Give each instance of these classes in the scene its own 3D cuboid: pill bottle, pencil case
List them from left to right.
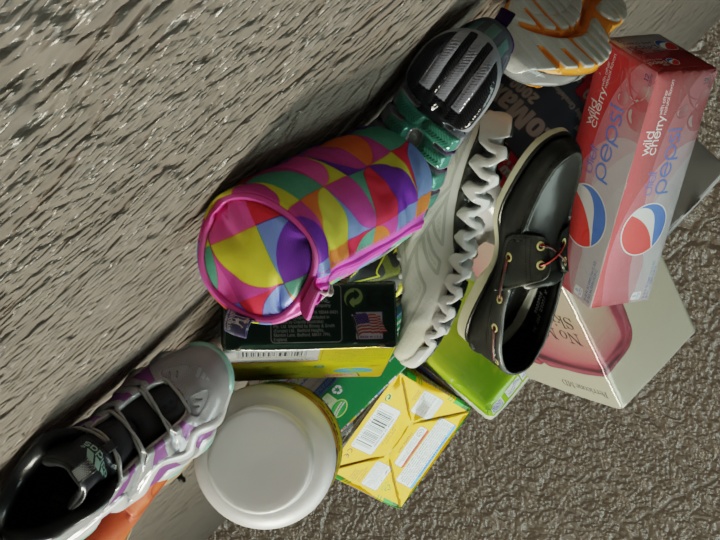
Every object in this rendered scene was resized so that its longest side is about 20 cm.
[{"bbox_3d":[-0.070,0.142,1.402,0.109,0.109,0.200,-44,177,0],"label":"pill bottle"},{"bbox_3d":[-0.023,-0.028,1.075,0.088,0.088,0.200,-47,176,29],"label":"pencil case"},{"bbox_3d":[0.112,-0.090,1.427,0.200,0.120,0.120,-44,175,-7],"label":"pill bottle"}]

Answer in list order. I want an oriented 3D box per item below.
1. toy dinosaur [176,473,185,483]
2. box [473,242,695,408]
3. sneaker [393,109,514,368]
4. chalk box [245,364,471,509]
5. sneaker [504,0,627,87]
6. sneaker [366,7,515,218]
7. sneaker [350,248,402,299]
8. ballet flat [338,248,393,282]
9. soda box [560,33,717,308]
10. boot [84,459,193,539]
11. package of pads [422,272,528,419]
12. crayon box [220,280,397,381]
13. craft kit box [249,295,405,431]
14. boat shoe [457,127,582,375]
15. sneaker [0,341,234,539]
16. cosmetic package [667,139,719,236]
[{"bbox_3d":[-0.165,0.163,1.723,0.088,0.047,0.200,-49,180,-25],"label":"toy dinosaur"},{"bbox_3d":[0.181,0.001,1.552,0.109,0.201,0.128,-43,-148,-22],"label":"box"},{"bbox_3d":[0.052,-0.028,1.339,0.075,0.080,0.201,-35,141,-87],"label":"sneaker"},{"bbox_3d":[-0.015,0.114,1.742,0.124,0.200,0.125,32,96,-43],"label":"chalk box"},{"bbox_3d":[0.133,-0.162,1.285,0.077,0.078,0.200,-41,178,29],"label":"sneaker"},{"bbox_3d":[0.040,-0.086,1.192,0.200,0.074,0.088,-48,179,35],"label":"sneaker"},{"bbox_3d":[0.000,0.000,1.471,0.200,0.085,0.075,-42,174,-18],"label":"sneaker"},{"bbox_3d":[0.018,-0.055,1.290,0.200,0.069,0.069,-48,173,37],"label":"ballet flat"},{"bbox_3d":[0.202,-0.075,1.374,0.063,0.070,0.201,-7,122,-33],"label":"soda box"},{"bbox_3d":[-0.183,0.151,1.385,0.200,0.075,0.107,-50,176,-37],"label":"boot"},{"bbox_3d":[0.099,0.021,1.706,0.155,0.200,0.068,-48,164,-6],"label":"package of pads"},{"bbox_3d":[-0.042,0.049,1.357,0.126,0.051,0.200,-1,169,-4],"label":"crayon box"},{"bbox_3d":[-0.021,0.064,1.601,0.200,0.048,0.198,-45,-155,15],"label":"craft kit box"},{"bbox_3d":[0.133,-0.013,1.369,0.073,0.063,0.202,-11,130,-38],"label":"boat shoe"},{"bbox_3d":[-0.166,0.121,1.202,0.200,0.078,0.140,-44,175,-6],"label":"sneaker"},{"bbox_3d":[0.215,-0.112,1.599,0.107,0.200,0.090,-42,175,-13],"label":"cosmetic package"}]
